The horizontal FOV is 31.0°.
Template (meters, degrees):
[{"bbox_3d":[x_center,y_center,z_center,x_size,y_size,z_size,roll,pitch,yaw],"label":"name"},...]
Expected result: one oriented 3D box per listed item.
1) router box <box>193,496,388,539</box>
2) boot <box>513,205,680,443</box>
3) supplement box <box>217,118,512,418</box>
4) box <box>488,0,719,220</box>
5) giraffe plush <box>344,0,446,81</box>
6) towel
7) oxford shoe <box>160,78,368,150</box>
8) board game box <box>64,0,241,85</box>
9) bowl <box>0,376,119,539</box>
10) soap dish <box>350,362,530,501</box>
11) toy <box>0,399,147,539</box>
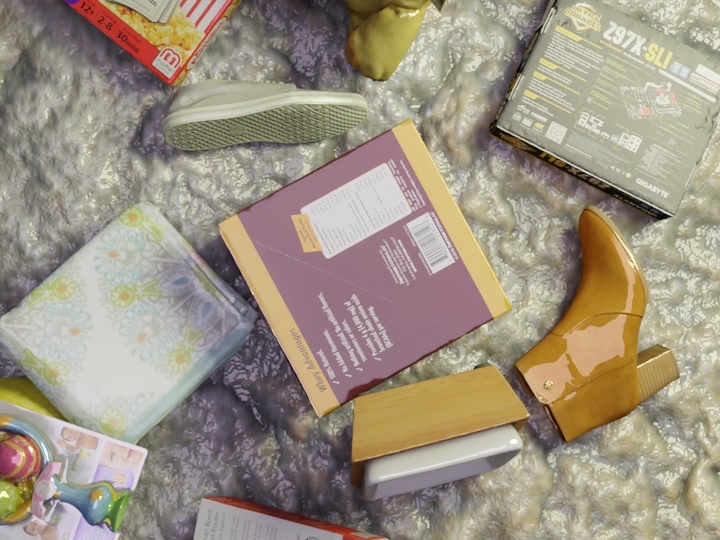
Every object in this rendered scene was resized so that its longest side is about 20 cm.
[{"bbox_3d":[-0.079,0.326,1.196,0.179,0.049,0.201,9,87,25],"label":"router box"},{"bbox_3d":[0.209,0.054,1.250,0.144,0.071,0.202,-25,95,-7],"label":"boot"},{"bbox_3d":[0.000,0.000,1.209,0.199,0.133,0.198,-29,90,-4],"label":"supplement box"},{"bbox_3d":[0.248,-0.163,1.272,0.199,0.049,0.160,26,84,-2],"label":"box"},{"bbox_3d":[-0.007,-0.282,1.177,0.162,0.200,0.173,28,89,-10],"label":"giraffe plush"},{"bbox_3d":[-0.216,0.054,1.220,0.200,0.048,0.171,-43,90,-17],"label":"towel"},{"bbox_3d":[-0.092,-0.158,1.244,0.199,0.075,0.058,-5,60,-4],"label":"oxford shoe"},{"bbox_3d":[-0.176,-0.301,1.230,0.151,0.046,0.200,38,99,0],"label":"board game box"},{"bbox_3d":[-0.327,0.201,1.195,0.199,0.108,0.201,0,88,-3],"label":"bowl"},{"bbox_3d":[0.063,0.149,1.180,0.157,0.200,0.082,-13,75,-4],"label":"soap dish"},{"bbox_3d":[-0.297,0.179,1.119,0.199,0.047,0.116,19,85,-3],"label":"toy"}]
